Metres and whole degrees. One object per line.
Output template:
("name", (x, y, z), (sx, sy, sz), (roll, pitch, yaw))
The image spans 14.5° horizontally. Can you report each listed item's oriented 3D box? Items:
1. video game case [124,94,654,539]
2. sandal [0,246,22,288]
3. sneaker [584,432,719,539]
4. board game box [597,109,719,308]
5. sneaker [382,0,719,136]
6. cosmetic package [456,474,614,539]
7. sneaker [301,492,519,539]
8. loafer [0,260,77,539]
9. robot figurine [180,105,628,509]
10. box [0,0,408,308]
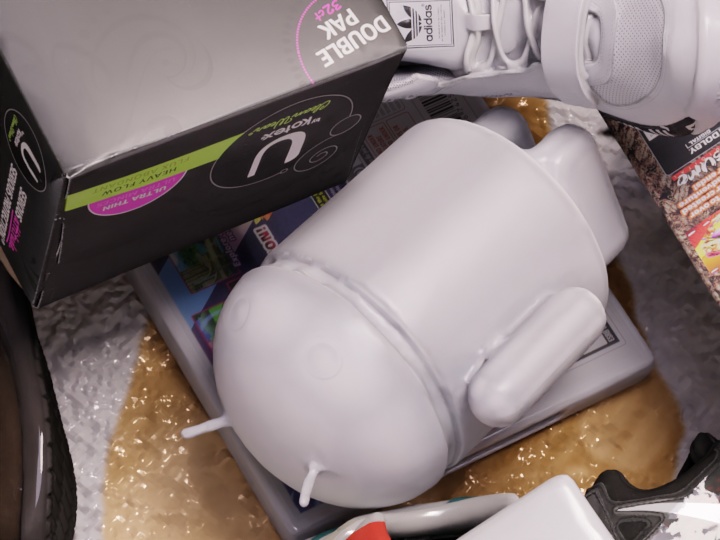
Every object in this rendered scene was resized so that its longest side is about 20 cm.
("video game case", (0.000, 0.000, 1.231), (0.182, 0.023, 0.200), (-24, 68, -19))
("sandal", (-0.116, -0.081, 1.204), (0.070, 0.078, 0.212), (-21, 45, 15))
("sneaker", (0.178, 0.108, 1.164), (0.200, 0.071, 0.098), (-7, 64, -9))
("board game box", (0.212, -0.033, 1.160), (0.159, 0.097, 0.200), (-33, 42, 8))
("sneaker", (0.065, -0.094, 1.143), (0.115, 0.200, 0.075), (-4, 102, -23))
("cosmetic package", (0.042, 0.209, 1.009), (0.200, 0.166, 0.167), (-32, 69, -4))
("sneaker", (-0.021, 0.129, 1.115), (0.200, 0.093, 0.070), (-14, 64, -14))
("loafer", (-0.165, 0.043, 1.166), (0.071, 0.073, 0.200), (-14, 58, -3))
("robot figurine", (0.021, 0.017, 1.146), (0.200, 0.113, 0.170), (-42, 34, -25))
("box", (-0.099, -0.116, 1.101), (0.149, 0.124, 0.200), (-22, 74, -20))
